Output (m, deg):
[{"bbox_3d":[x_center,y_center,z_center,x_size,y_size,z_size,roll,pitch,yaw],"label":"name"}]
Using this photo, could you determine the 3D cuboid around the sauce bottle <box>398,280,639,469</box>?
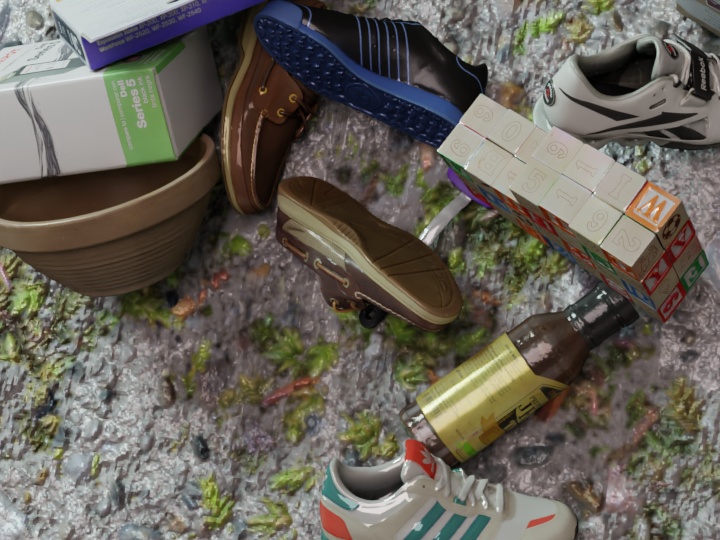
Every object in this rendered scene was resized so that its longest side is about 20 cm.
[{"bbox_3d":[0.125,0.078,1.160,0.200,0.065,0.065,-37,69,7],"label":"sauce bottle"}]

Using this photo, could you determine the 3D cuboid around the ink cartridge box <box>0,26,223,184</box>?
[{"bbox_3d":[-0.235,-0.143,1.273,0.199,0.146,0.085,-6,114,15],"label":"ink cartridge box"}]

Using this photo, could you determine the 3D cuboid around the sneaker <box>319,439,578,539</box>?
[{"bbox_3d":[0.064,0.175,1.120,0.198,0.070,0.094,-2,114,4],"label":"sneaker"}]

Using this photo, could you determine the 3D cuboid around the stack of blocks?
[{"bbox_3d":[0.154,-0.054,1.115,0.200,0.115,0.059,36,86,32],"label":"stack of blocks"}]

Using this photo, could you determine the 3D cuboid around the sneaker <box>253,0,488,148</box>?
[{"bbox_3d":[0.011,-0.178,1.238,0.199,0.070,0.078,30,63,-3],"label":"sneaker"}]

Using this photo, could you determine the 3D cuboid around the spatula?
[{"bbox_3d":[0.062,-0.034,1.230,0.056,0.021,0.200,39,90,20],"label":"spatula"}]

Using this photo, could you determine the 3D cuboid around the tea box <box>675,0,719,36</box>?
[{"bbox_3d":[0.369,-0.251,1.129,0.200,0.134,0.197,37,85,22],"label":"tea box"}]

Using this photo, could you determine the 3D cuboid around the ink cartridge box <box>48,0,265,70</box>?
[{"bbox_3d":[-0.148,-0.227,1.239,0.197,0.044,0.200,-25,25,-11],"label":"ink cartridge box"}]

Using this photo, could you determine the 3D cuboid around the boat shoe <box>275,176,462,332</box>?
[{"bbox_3d":[0.000,0.000,1.211,0.200,0.072,0.072,36,124,30],"label":"boat shoe"}]

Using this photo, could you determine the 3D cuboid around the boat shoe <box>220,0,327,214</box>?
[{"bbox_3d":[-0.072,-0.145,1.271,0.067,0.072,0.202,4,75,19],"label":"boat shoe"}]

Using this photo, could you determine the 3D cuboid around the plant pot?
[{"bbox_3d":[-0.208,-0.040,1.251,0.199,0.201,0.093,-6,114,15],"label":"plant pot"}]

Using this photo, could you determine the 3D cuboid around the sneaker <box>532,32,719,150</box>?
[{"bbox_3d":[0.237,-0.141,1.141,0.199,0.089,0.075,-9,62,-15],"label":"sneaker"}]
